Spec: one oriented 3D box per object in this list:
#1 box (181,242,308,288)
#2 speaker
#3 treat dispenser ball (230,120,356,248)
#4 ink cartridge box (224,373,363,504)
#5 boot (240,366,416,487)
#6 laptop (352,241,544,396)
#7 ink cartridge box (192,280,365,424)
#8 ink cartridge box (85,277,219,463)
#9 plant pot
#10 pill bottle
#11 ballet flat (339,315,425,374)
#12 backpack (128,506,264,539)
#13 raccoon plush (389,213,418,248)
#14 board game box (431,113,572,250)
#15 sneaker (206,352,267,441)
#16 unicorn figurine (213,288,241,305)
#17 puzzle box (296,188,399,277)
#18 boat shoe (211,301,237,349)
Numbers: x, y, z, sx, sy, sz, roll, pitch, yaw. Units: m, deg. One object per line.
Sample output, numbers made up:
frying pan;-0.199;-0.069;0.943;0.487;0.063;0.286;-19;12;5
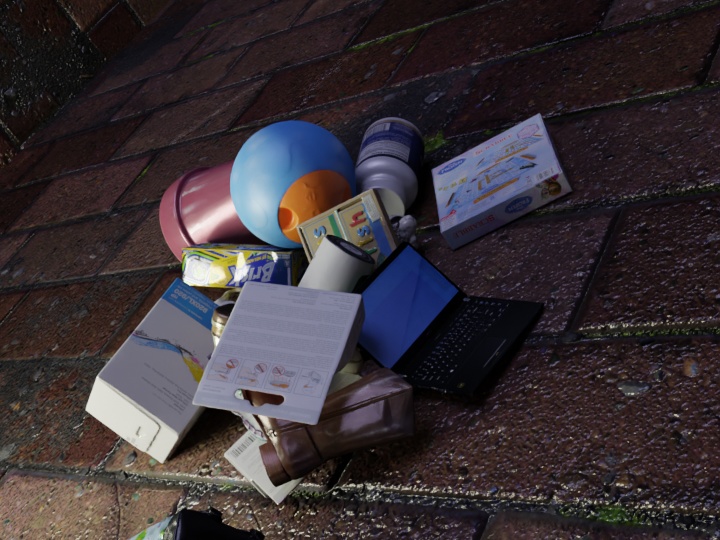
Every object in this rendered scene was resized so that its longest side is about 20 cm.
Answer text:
box;-0.187;-0.007;1.650;0.199;0.065;0.070;2;10;20
speaker;-0.061;0.055;1.414;0.200;0.081;0.081;-61;27;11
treat dispenser ball;-0.106;-0.136;1.607;0.200;0.201;0.201;-26;30;16
ink cartridge box;-0.063;0.212;1.325;0.200;0.045;0.176;-44;29;-14
boot;-0.038;0.150;1.247;0.199;0.064;0.187;-24;66;5
laptop;0.098;0.055;1.305;0.200;0.103;0.177;5;42;46
ink cartridge box;-0.095;0.106;1.244;0.159;0.047;0.200;7;49;15
ink cartridge box;-0.280;0.149;1.490;0.200;0.144;0.147;-56;1;-33
plant pot;-0.219;-0.107;1.765;0.179;0.200;0.200;-29;26;41
pill bottle;0.045;-0.160;1.698;0.111;0.111;0.200;-20;32;25
ballet flat;0.003;0.101;1.338;0.199;0.075;0.074;-17;21;-25
backpack;-0.214;0.361;1.157;0.200;0.163;0.154;-16;48;42
raccoon plush;0.010;-0.011;1.542;0.200;0.097;0.134;-31;21;8
board game box;0.211;-0.140;1.564;0.199;0.041;0.200;-26;30;16
sneaker;-0.147;0.165;1.351;0.074;0.088;0.200;-47;29;-20
unicorn figurine;-0.211;0.074;1.647;0.137;0.074;0.200;-29;5;-30
puzzle box;0.000;0.000;1.450;0.133;0.201;0.025;-26;-11;18
boat shoe;-0.155;0.082;1.440;0.071;0.076;0.200;17;12;24
